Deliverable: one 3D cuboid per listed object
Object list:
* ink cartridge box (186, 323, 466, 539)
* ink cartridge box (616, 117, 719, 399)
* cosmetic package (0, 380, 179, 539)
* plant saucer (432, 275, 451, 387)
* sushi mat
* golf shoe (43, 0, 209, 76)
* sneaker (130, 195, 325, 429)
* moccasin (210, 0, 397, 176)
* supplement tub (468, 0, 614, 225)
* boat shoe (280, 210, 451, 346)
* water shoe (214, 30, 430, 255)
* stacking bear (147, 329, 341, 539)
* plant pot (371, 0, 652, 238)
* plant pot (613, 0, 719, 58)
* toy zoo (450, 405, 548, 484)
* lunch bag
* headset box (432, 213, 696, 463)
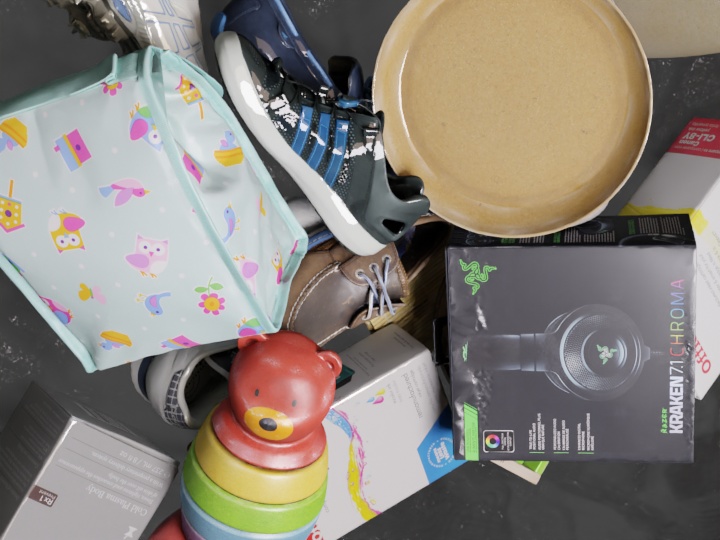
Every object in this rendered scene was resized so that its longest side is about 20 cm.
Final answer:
[{"bbox_3d":[-0.025,0.144,1.201,0.199,0.067,0.117,-29,119,-14],"label":"ink cartridge box"},{"bbox_3d":[0.294,-0.013,1.318,0.200,0.083,0.145,-50,126,-19],"label":"ink cartridge box"},{"bbox_3d":[-0.234,0.195,1.088,0.107,0.090,0.201,29,87,-37],"label":"cosmetic package"},{"bbox_3d":[0.157,0.051,1.225,0.198,0.029,0.202,3,107,8],"label":"plant saucer"},{"bbox_3d":[0.088,0.000,1.258,0.199,0.012,0.096,-36,122,-16],"label":"sushi mat"},{"bbox_3d":[-0.130,-0.164,1.038,0.097,0.078,0.200,-53,131,-21],"label":"golf shoe"},{"bbox_3d":[-0.083,0.033,1.127,0.076,0.080,0.200,41,82,-32],"label":"sneaker"},{"bbox_3d":[-0.022,-0.130,1.105,0.068,0.080,0.200,-46,125,0],"label":"moccasin"},{"bbox_3d":[0.124,-0.144,1.151,0.144,0.145,0.202,-12,113,-27],"label":"supplement tub"},{"bbox_3d":[0.000,0.000,1.122,0.200,0.072,0.073,-48,136,-41],"label":"boat shoe"},{"bbox_3d":[-0.024,-0.101,1.047,0.079,0.072,0.200,-32,122,10],"label":"water shoe"},{"bbox_3d":[-0.071,0.133,1.064,0.121,0.114,0.201,20,121,4],"label":"stacking bear"},{"bbox_3d":[0.108,-0.122,1.069,0.198,0.028,0.202,4,110,12],"label":"plant pot"},{"bbox_3d":[0.264,-0.244,1.168,0.186,0.200,0.189,-10,111,-27],"label":"plant pot"},{"bbox_3d":[0.161,0.078,1.317,0.131,0.020,0.201,30,89,-41],"label":"toy zoo"},{"bbox_3d":[-0.154,-0.047,0.992,0.201,0.169,0.122,59,30,-31],"label":"lunch bag"},{"bbox_3d":[0.156,0.051,1.161,0.198,0.093,0.176,0,106,9],"label":"headset box"}]
